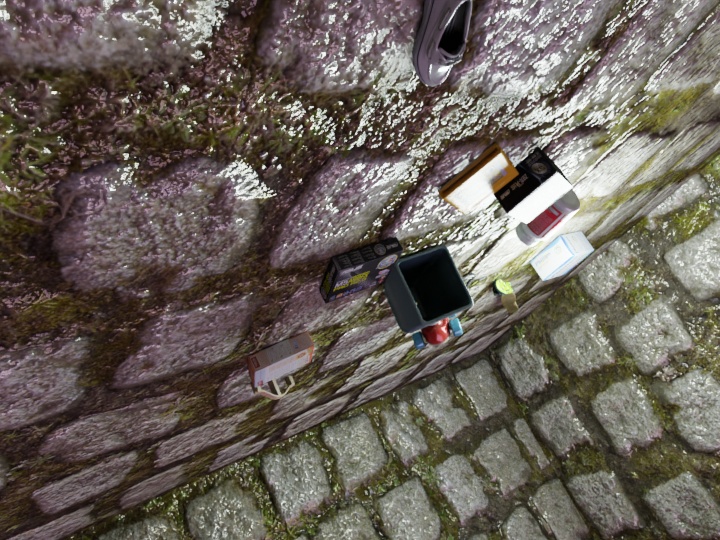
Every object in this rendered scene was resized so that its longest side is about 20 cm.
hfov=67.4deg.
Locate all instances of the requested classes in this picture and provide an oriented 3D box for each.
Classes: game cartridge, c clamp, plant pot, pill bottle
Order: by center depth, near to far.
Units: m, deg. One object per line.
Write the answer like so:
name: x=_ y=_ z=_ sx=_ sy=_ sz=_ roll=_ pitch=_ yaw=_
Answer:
game cartridge: x=0.294 y=-0.216 z=1.325 sx=0.175 sy=0.033 sz=0.198 roll=-39 pitch=156 yaw=19
plant pot: x=0.177 y=0.077 z=1.604 sx=0.192 sy=0.201 sz=0.200 roll=-17 pitch=164 yaw=-29
pill bottle: x=0.576 y=-0.169 z=1.683 sx=0.110 sy=0.114 sz=0.201 roll=-13 pitch=153 yaw=-36
c clamp: x=0.390 y=0.057 z=2.059 sx=0.167 sy=0.028 sz=0.201 roll=-23 pitch=159 yaw=-5

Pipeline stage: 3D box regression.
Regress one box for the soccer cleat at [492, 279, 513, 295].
soccer cleat: x=0.602 y=0.082 z=2.335 sx=0.080 sy=0.069 sz=0.198 roll=-25 pitch=163 yaw=26

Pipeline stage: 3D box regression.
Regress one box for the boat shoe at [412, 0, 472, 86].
boat shoe: x=0.121 y=-0.333 z=0.793 sx=0.072 sy=0.068 sz=0.201 roll=-27 pitch=158 yaw=-6

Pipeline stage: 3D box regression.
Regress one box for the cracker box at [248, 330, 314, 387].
cracker box: x=-0.242 y=0.270 z=1.641 sx=0.196 sy=0.059 sz=0.135 roll=-22 pitch=156 yaw=-23

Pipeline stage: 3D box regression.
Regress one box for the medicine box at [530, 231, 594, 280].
medicine box: x=0.857 y=-0.062 z=2.296 sx=0.196 sy=0.104 sz=0.183 roll=-12 pitch=152 yaw=-41

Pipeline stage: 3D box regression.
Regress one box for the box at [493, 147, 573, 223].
box: x=0.465 y=-0.223 z=1.458 sx=0.163 sy=0.087 sz=0.198 roll=-41 pitch=156 yaw=23

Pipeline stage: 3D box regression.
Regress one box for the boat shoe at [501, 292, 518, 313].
boat shoe: x=0.706 y=0.135 z=2.583 sx=0.071 sy=0.066 sz=0.201 roll=-22 pitch=142 yaw=10

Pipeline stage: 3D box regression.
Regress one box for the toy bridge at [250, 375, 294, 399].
toy bridge: x=-0.295 y=0.407 z=1.856 sx=0.027 sy=0.068 sz=0.198 roll=-38 pitch=158 yaw=24

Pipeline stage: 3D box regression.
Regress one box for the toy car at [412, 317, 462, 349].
toy car: x=0.254 y=0.152 z=1.962 sx=0.179 sy=0.180 sz=0.203 roll=-18 pitch=131 yaw=8

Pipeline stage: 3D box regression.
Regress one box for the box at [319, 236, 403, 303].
box: x=0.000 y=0.000 z=1.390 sx=0.196 sy=0.045 sz=0.161 roll=-19 pitch=156 yaw=-28
